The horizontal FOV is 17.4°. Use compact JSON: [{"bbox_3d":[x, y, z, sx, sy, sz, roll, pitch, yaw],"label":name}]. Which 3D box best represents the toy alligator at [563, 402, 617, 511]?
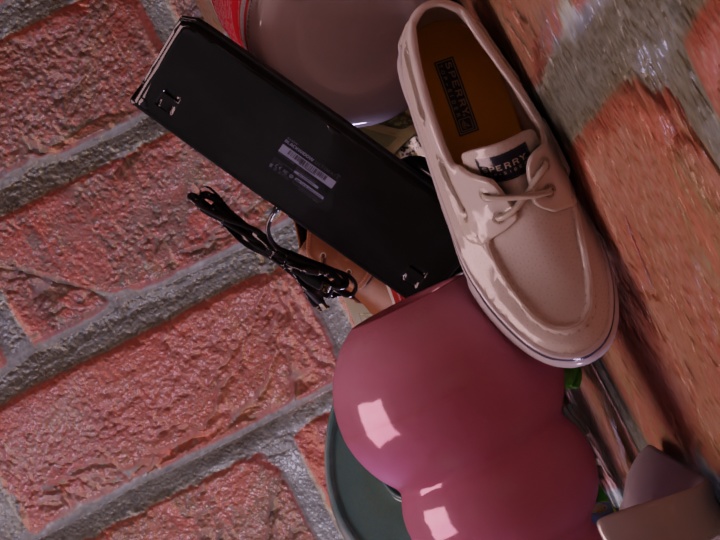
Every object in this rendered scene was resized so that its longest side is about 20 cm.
[{"bbox_3d":[0.144,0.160,1.655,0.059,0.054,0.200,60,175,38],"label":"toy alligator"}]

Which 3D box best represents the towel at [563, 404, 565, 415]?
[{"bbox_3d":[0.083,0.012,1.637,0.200,0.034,0.133,65,176,-32],"label":"towel"}]

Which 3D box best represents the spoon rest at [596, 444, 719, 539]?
[{"bbox_3d":[0.171,0.139,1.263,0.099,0.061,0.200,64,-170,9],"label":"spoon rest"}]

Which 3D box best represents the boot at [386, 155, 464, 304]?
[{"bbox_3d":[0.059,0.034,1.350,0.144,0.072,0.200,106,140,-83],"label":"boot"}]

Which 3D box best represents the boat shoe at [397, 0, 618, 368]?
[{"bbox_3d":[0.072,-0.046,1.179,0.070,0.071,0.200,71,178,-78],"label":"boat shoe"}]

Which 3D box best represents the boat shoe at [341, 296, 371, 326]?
[{"bbox_3d":[0.024,0.003,1.658,0.063,0.071,0.200,-50,-47,-53],"label":"boat shoe"}]

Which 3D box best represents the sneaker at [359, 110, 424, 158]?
[{"bbox_3d":[-0.010,-0.089,1.530,0.200,0.089,0.077,43,163,12],"label":"sneaker"}]

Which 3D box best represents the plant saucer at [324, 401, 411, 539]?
[{"bbox_3d":[0.041,0.124,1.593,0.027,0.200,0.200,8,-137,-45],"label":"plant saucer"}]

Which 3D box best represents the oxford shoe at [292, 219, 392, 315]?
[{"bbox_3d":[0.000,0.000,1.541,0.200,0.071,0.071,57,150,27],"label":"oxford shoe"}]

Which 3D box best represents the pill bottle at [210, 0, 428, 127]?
[{"bbox_3d":[-0.025,-0.160,1.342,0.112,0.112,0.200,65,175,-25],"label":"pill bottle"}]

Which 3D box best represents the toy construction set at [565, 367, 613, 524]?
[{"bbox_3d":[0.106,0.123,1.478,0.200,0.092,0.131,63,-148,-15],"label":"toy construction set"}]

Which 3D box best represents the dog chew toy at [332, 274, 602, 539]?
[{"bbox_3d":[0.069,0.105,1.246,0.200,0.125,0.125,63,176,-3],"label":"dog chew toy"}]

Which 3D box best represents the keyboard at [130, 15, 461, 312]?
[{"bbox_3d":[-0.037,-0.047,1.284,0.200,0.021,0.127,36,134,-3],"label":"keyboard"}]
